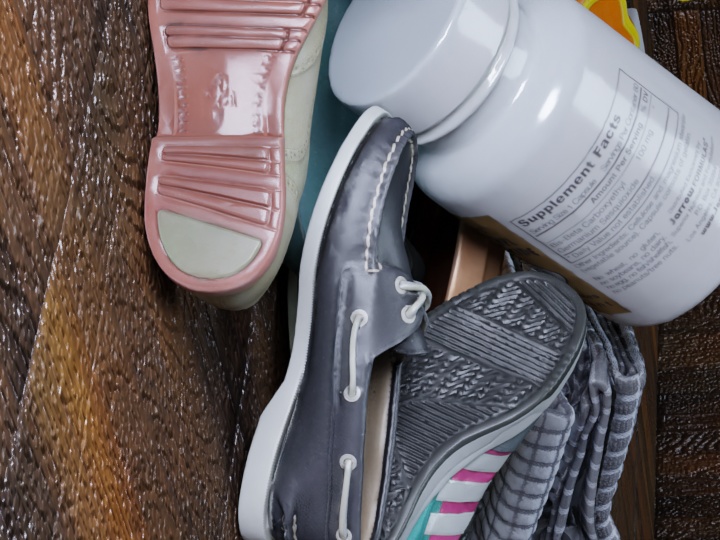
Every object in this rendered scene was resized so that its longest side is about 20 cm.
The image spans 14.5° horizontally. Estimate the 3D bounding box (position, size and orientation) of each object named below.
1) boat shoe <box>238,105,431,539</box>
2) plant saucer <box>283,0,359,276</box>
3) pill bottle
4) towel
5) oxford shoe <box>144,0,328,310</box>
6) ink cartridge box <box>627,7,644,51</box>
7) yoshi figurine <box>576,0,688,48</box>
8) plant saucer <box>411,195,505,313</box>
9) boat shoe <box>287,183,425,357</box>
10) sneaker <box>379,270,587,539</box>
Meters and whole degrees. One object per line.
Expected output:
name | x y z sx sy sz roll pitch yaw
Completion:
boat shoe | 0.001 0.030 1.232 0.074 0.060 0.201 24 81 -71
plant saucer | -0.032 -0.088 1.293 0.200 0.036 0.201 -2 90 -81
pill bottle | 0.085 -0.066 1.320 0.200 0.114 0.115 33 45 -32
towel | 0.096 0.058 1.520 0.200 0.085 0.166 -105 -161 -47
oxford shoe | -0.048 -0.082 1.130 0.074 0.070 0.201 66 33 -74
ink cartridge box | 0.100 -0.086 1.737 0.200 0.146 0.083 -74 157 -64
yoshi figurine | 0.104 -0.176 1.471 0.200 0.112 0.112 49 -46 46
plant saucer | 0.039 0.009 1.457 0.200 0.032 0.201 -167 -90 -79
boat shoe | 0.000 -0.002 1.389 0.074 0.063 0.202 81 13 -46
sneaker | 0.036 0.099 1.337 0.200 0.084 0.121 -46 159 -16
